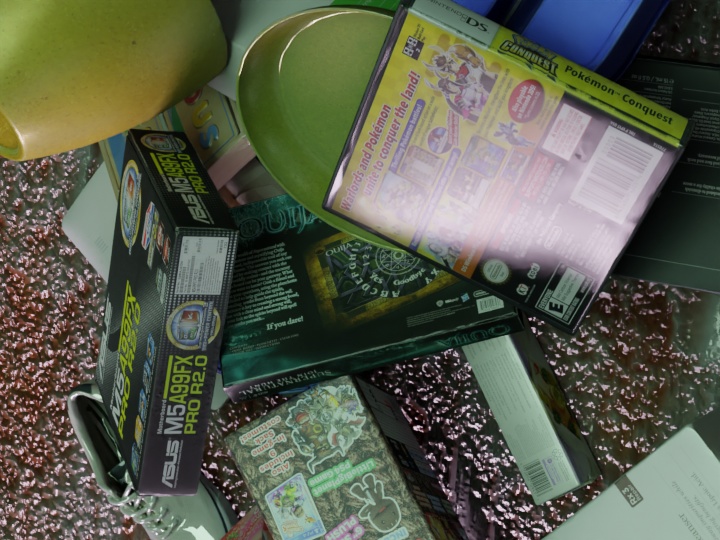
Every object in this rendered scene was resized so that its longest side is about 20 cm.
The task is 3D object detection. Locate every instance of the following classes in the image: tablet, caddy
[{"bbox_3d":[-0.135,-0.008,1.629,0.200,0.014,0.130,48,117,16],"label":"tablet"},{"bbox_3d":[0.123,-0.193,1.329,0.141,0.105,0.200,35,103,10],"label":"caddy"}]

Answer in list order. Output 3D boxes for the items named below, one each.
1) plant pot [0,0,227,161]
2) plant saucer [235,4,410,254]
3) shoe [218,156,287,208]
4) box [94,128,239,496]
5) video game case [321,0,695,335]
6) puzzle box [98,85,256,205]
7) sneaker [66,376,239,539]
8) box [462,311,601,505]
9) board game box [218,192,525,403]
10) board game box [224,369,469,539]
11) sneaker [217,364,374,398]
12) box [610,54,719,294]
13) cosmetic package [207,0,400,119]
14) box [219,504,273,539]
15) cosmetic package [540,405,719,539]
[{"bbox_3d":[-0.206,-0.156,1.406,0.200,0.200,0.142,37,69,17],"label":"plant pot"},{"bbox_3d":[0.019,-0.091,1.336,0.199,0.031,0.201,17,141,14],"label":"plant saucer"},{"bbox_3d":[-0.059,-0.060,1.540,0.200,0.070,0.054,41,120,23],"label":"shoe"},{"bbox_3d":[-0.134,0.028,1.460,0.160,0.044,0.201,-123,39,-57],"label":"box"},{"bbox_3d":[0.082,-0.061,1.286,0.180,0.026,0.200,27,143,3],"label":"video game case"},{"bbox_3d":[-0.143,-0.133,1.566,0.133,0.025,0.201,-40,54,28],"label":"puzzle box"},{"bbox_3d":[-0.161,0.168,1.635,0.073,0.071,0.200,-44,74,28],"label":"sneaker"},{"bbox_3d":[0.101,0.061,1.481,0.041,0.039,0.201,-30,81,29],"label":"box"},{"bbox_3d":[0.000,0.000,1.418,0.199,0.028,0.136,-14,60,10],"label":"board game box"},{"bbox_3d":[0.011,0.183,1.460,0.097,0.159,0.201,-29,76,6],"label":"board game box"},{"bbox_3d":[-0.079,0.044,1.554,0.199,0.075,0.079,10,101,25],"label":"sneaker"},{"bbox_3d":[0.209,-0.063,1.375,0.199,0.079,0.142,11,98,30],"label":"box"},{"bbox_3d":[-0.052,-0.166,1.459,0.200,0.085,0.108,30,68,26],"label":"cosmetic package"},{"bbox_3d":[-0.095,0.274,1.576,0.094,0.103,0.200,34,120,-19],"label":"box"},{"bbox_3d":[0.193,0.190,1.420,0.200,0.081,0.113,-45,76,27],"label":"cosmetic package"}]
